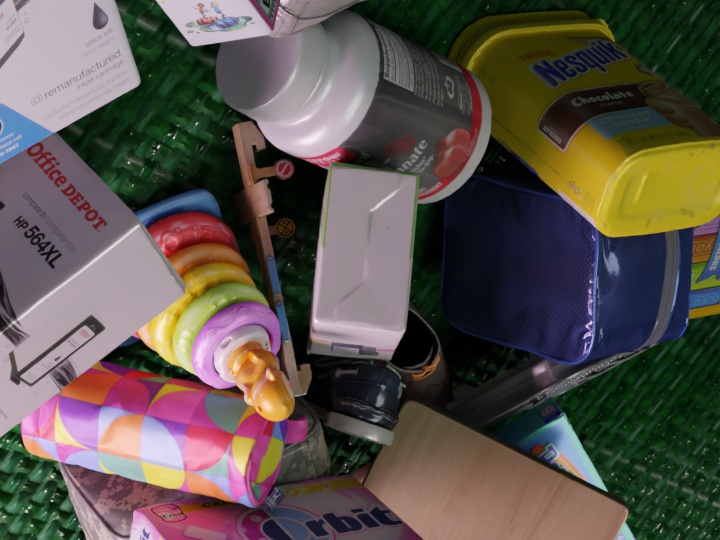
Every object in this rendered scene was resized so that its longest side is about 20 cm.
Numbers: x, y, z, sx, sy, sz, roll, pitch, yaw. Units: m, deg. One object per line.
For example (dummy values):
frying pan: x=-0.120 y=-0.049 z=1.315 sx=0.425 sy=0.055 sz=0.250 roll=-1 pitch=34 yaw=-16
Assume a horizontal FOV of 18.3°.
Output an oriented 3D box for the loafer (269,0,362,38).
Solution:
loafer: x=0.001 y=-0.219 z=1.515 sx=0.070 sy=0.070 sz=0.200 roll=-33 pitch=-173 yaw=47

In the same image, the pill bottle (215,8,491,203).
pill bottle: x=-0.006 y=-0.124 z=1.595 sx=0.200 sy=0.111 sz=0.111 roll=20 pitch=108 yaw=-46

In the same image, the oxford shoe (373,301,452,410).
oxford shoe: x=0.035 y=0.071 z=1.815 sx=0.071 sy=0.073 sz=0.200 roll=-42 pitch=139 yaw=-5

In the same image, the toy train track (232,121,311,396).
toy train track: x=-0.056 y=-0.010 z=1.610 sx=0.033 sy=0.115 sz=0.200 roll=-11 pitch=89 yaw=-14

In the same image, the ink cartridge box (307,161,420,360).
ink cartridge box: x=0.000 y=0.000 z=1.626 sx=0.067 sy=0.200 sz=0.117 roll=6 pitch=81 yaw=-2

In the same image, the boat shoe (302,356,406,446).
boat shoe: x=-0.005 y=0.096 z=1.745 sx=0.075 sy=0.200 sz=0.062 roll=21 pitch=87 yaw=-4

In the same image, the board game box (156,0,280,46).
board game box: x=-0.109 y=-0.258 z=1.382 sx=0.200 sy=0.064 sz=0.148 roll=49 pitch=43 yaw=-49

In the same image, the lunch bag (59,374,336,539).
lunch bag: x=-0.119 y=0.189 z=1.732 sx=0.200 sy=0.139 sz=0.168 roll=-30 pitch=131 yaw=-18

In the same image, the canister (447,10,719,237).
canister: x=0.177 y=-0.112 z=1.686 sx=0.148 sy=0.200 sz=0.087 roll=-8 pitch=128 yaw=-35

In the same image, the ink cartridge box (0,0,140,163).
ink cartridge box: x=-0.237 y=-0.175 z=1.385 sx=0.145 sy=0.084 sz=0.200 roll=-31 pitch=137 yaw=-16

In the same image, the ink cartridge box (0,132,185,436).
ink cartridge box: x=-0.240 y=0.015 z=1.490 sx=0.200 sy=0.146 sz=0.084 roll=-39 pitch=137 yaw=-9

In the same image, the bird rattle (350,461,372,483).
bird rattle: x=0.029 y=0.238 z=1.950 sx=0.200 sy=0.113 sz=0.163 roll=-42 pitch=118 yaw=1

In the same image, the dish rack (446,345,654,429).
dish rack: x=0.166 y=0.080 z=1.881 sx=0.172 sy=0.044 sz=0.200 roll=-31 pitch=173 yaw=39

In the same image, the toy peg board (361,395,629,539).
toy peg board: x=0.085 y=0.224 z=1.821 sx=0.200 sy=0.199 sz=0.098 roll=-64 pitch=-179 yaw=9

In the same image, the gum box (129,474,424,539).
gum box: x=-0.055 y=0.213 z=1.619 sx=0.200 sy=0.113 sz=0.066 roll=-6 pitch=119 yaw=-33

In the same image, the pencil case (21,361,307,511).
pencil case: x=-0.146 y=0.115 z=1.616 sx=0.088 sy=0.200 sz=0.088 roll=12 pitch=90 yaw=-74

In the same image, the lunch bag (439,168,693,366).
lunch bag: x=0.163 y=-0.010 z=1.767 sx=0.132 sy=0.200 sz=0.136 roll=-8 pitch=108 yaw=-39

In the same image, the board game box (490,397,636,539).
board game box: x=0.116 y=0.223 z=1.886 sx=0.200 sy=0.045 sz=0.152 roll=-30 pitch=108 yaw=-1

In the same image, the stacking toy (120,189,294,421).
stacking toy: x=-0.101 y=0.041 z=1.584 sx=0.110 sy=0.200 sz=0.116 roll=-23 pitch=134 yaw=-23

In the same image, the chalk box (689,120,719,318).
chalk box: x=0.279 y=-0.044 z=1.885 sx=0.200 sy=0.125 sz=0.124 roll=-10 pitch=128 yaw=-35
